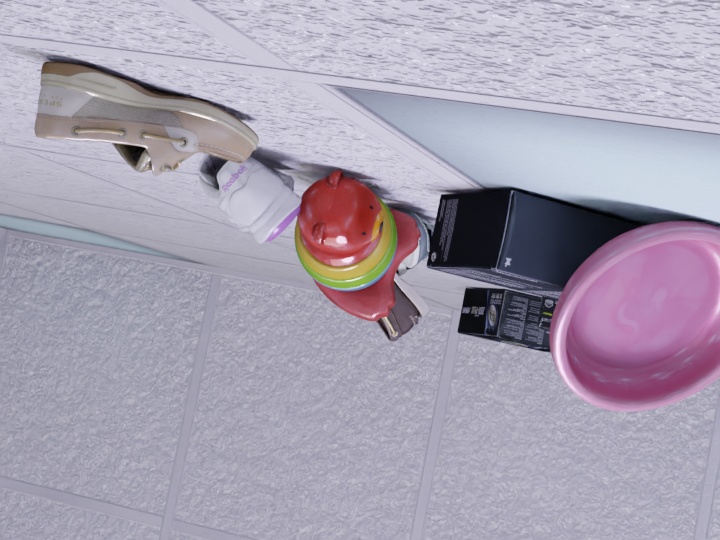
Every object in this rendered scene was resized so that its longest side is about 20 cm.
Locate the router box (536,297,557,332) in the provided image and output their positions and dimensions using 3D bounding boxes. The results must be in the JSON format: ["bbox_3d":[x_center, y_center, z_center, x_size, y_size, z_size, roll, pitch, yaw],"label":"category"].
[{"bbox_3d":[0.383,0.085,2.537,0.149,0.063,0.200,11,177,17],"label":"router box"}]

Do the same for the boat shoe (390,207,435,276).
[{"bbox_3d":[0.059,-0.042,1.732,0.062,0.073,0.200,-32,173,-8],"label":"boat shoe"}]

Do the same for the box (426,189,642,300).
[{"bbox_3d":[0.185,-0.016,1.436,0.199,0.079,0.141,13,178,-24],"label":"box"}]

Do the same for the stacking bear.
[{"bbox_3d":[-0.014,-0.038,1.529,0.113,0.122,0.200,21,169,11],"label":"stacking bear"}]

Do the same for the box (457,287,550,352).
[{"bbox_3d":[0.301,0.094,2.745,0.199,0.087,0.164,13,176,-23],"label":"box"}]

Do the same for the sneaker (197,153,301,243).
[{"bbox_3d":[-0.113,-0.087,1.486,0.100,0.075,0.200,43,176,-14],"label":"sneaker"}]

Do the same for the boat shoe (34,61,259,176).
[{"bbox_3d":[-0.166,-0.107,1.192,0.072,0.065,0.199,8,175,45],"label":"boat shoe"}]

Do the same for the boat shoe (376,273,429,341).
[{"bbox_3d":[0.000,0.000,1.762,0.200,0.060,0.072,49,172,-28],"label":"boat shoe"}]

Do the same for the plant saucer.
[{"bbox_3d":[0.260,0.035,1.366,0.199,0.201,0.051,13,-150,-25],"label":"plant saucer"}]
